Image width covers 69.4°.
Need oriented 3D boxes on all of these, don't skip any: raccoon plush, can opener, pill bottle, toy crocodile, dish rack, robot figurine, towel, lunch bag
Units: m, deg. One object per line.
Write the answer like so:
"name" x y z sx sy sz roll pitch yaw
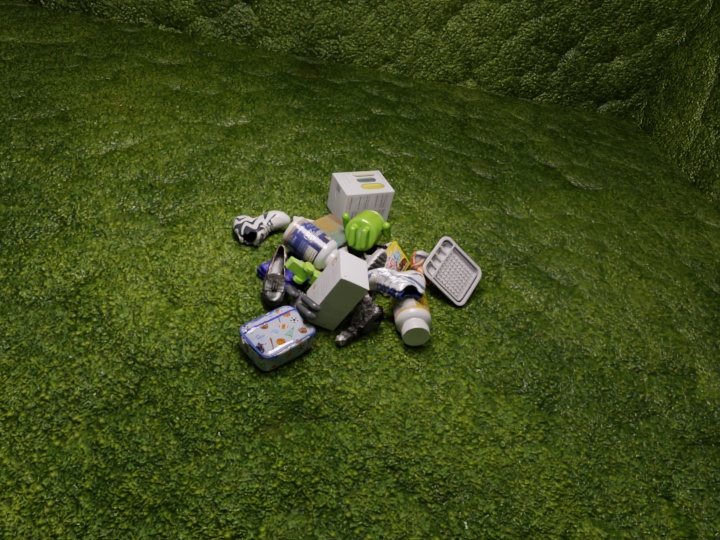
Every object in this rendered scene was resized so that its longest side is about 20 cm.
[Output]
"raccoon plush" -0.020 0.122 1.569 0.199 0.097 0.134 -22 55 -36
"can opener" -0.175 0.094 1.525 0.066 0.053 0.200 33 -3 -29
"pill bottle" -0.144 -0.072 1.666 0.200 0.111 0.111 37 44 9
"toy crocodile" -0.147 0.019 1.626 0.199 0.068 0.062 32 27 -21
"dish rack" 0.305 0.005 1.767 0.200 0.043 0.172 43 65 -11
"robot figurine" 0.017 -0.139 1.784 0.174 0.116 0.200 12 24 16
"towel" -0.111 -0.131 1.815 0.146 0.022 0.200 37 37 18
"lunch bag" -0.239 0.184 1.458 0.199 0.076 0.160 -23 51 -37
"towel" -0.221 -0.006 1.697 0.147 0.050 0.200 36 45 24
"pill bottle" 0.157 0.129 1.607 0.112 0.113 0.201 6 40 -10

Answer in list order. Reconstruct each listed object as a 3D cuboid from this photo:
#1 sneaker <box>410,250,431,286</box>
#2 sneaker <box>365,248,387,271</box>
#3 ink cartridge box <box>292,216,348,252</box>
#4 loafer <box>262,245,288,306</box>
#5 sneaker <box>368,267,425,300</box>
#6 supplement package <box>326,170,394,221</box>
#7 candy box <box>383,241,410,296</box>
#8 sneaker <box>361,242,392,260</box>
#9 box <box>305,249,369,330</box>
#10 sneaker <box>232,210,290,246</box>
"sneaker" 0.264 0.013 1.813 0.199 0.078 0.113 16 54 -4
"sneaker" 0.000 0.000 1.658 0.082 0.200 0.075 48 7 35
"ink cartridge box" -0.144 -0.105 1.819 0.199 0.045 0.177 11 39 -14
"loafer" -0.260 0.011 1.594 0.071 0.063 0.201 7 53 -8
"sneaker" 0.098 0.045 1.562 0.198 0.076 0.088 -1 42 1
"supplement package" -0.002 -0.276 1.991 0.199 0.151 0.152 -8 44 -25
"candy box" 0.101 -0.009 1.771 0.102 0.026 0.200 53 41 -14
"sneaker" 0.075 -0.059 1.824 0.074 0.080 0.200 33 42 24
"box" -0.071 0.060 1.535 0.097 0.200 0.125 24 36 -23
"sneaker" -0.332 -0.135 1.789 0.198 0.080 0.130 -3 45 -20
